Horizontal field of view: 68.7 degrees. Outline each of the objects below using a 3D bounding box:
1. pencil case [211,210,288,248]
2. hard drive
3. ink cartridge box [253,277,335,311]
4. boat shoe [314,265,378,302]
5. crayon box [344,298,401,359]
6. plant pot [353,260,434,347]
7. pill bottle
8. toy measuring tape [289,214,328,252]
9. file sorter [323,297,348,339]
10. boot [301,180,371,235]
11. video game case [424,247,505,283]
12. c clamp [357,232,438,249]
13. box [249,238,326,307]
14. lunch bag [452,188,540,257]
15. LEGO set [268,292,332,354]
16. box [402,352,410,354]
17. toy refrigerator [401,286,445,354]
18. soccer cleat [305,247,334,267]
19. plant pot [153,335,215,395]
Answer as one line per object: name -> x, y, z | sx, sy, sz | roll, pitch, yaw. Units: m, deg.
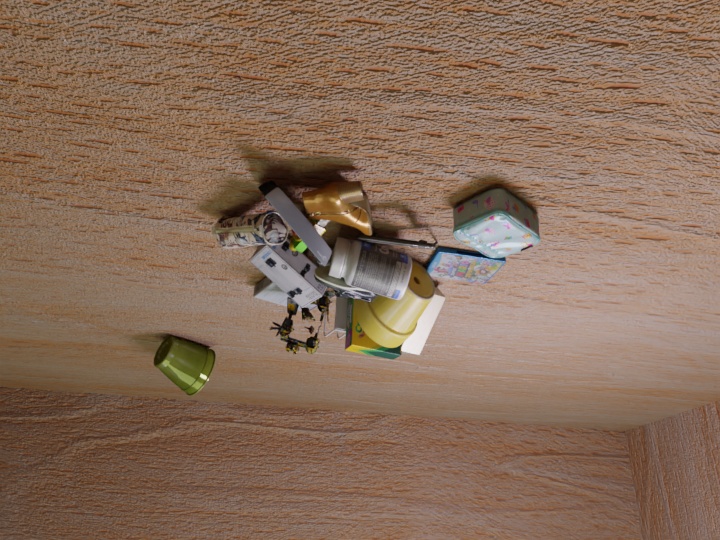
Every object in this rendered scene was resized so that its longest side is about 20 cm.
pencil case -> -0.263, -0.095, 1.238 | 0.195, 0.081, 0.088 | -1, 169, 39
hard drive -> -0.141, -0.108, 1.154 | 0.042, 0.135, 0.201 | -40, 114, -2
ink cartridge box -> -0.201, 0.060, 1.618 | 0.195, 0.042, 0.197 | 21, 147, -32
boat shoe -> -0.038, 0.042, 1.377 | 0.193, 0.076, 0.067 | 9, 129, -28
crayon box -> 0.041, 0.149, 1.588 | 0.167, 0.207, 0.058 | 15, 152, -24
plant pot -> 0.107, 0.079, 1.478 | 0.196, 0.206, 0.189 | 19, 134, -30
pill bottle -> 0.023, -0.008, 1.316 | 0.193, 0.117, 0.114 | 17, 152, -7
toy measuring tape -> -0.107, -0.121, 1.259 | 0.072, 0.075, 0.199 | 26, 122, -39
file sorter -> -0.008, 0.152, 1.675 | 0.193, 0.144, 0.124 | 14, 154, -21
boot -> -0.050, -0.132, 1.178 | 0.138, 0.073, 0.202 | -9, 154, 8
video game case -> 0.284, -0.011, 1.460 | 0.192, 0.018, 0.144 | 8, 153, -9
c clamp -> 0.093, -0.069, 1.296 | 0.192, 0.028, 0.171 | 8, -173, 9
box -> -0.185, -0.001, 1.391 | 0.199, 0.061, 0.115 | 43, 141, -17
lunch bag -> 0.313, -0.099, 1.220 | 0.196, 0.080, 0.158 | 25, 146, -36
LEGO set -> -0.161, 0.128, 1.513 | 0.149, 0.205, 0.117 | 22, 152, 4
box -> 0.143, 0.193, 1.769 | 0.123, 0.113, 0.201 | 7, 153, -9
toy refrigerator -> 0.177, 0.146, 1.602 | 0.073, 0.070, 0.206 | 13, 111, -22
soccer cleat -> -0.100, -0.029, 1.411 | 0.194, 0.071, 0.085 | -12, 150, 33
plant pot -> -0.720, 0.367, 2.128 | 0.196, 0.206, 0.192 | -19, 135, 37
